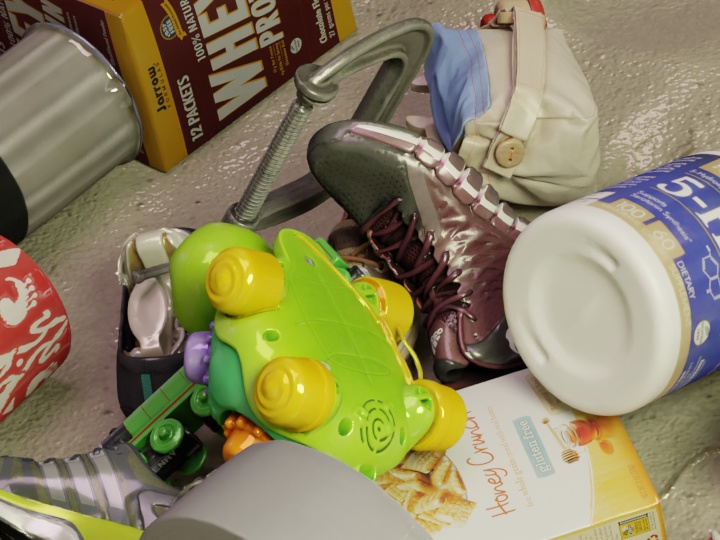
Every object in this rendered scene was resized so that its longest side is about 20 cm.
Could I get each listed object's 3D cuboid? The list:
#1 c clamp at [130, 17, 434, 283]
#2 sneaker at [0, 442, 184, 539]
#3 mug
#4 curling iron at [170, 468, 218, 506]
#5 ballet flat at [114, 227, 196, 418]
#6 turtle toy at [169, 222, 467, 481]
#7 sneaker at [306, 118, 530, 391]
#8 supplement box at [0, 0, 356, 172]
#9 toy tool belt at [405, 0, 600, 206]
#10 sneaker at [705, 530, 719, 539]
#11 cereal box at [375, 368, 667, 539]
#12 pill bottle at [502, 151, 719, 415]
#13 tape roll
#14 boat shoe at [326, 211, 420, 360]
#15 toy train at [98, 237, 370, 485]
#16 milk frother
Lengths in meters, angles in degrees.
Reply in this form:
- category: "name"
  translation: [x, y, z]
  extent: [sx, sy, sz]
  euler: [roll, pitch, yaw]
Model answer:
- category: "c clamp"
  translation: [-0.035, -0.072, 1.527]
  extent: [0.171, 0.200, 0.027]
  euler: [-18, 61, -47]
- category: "sneaker"
  translation: [-0.162, 0.133, 1.424]
  extent: [0.200, 0.074, 0.081]
  euler: [20, 55, 17]
- category: "mug"
  translation: [-0.283, 0.053, 1.507]
  extent: [0.133, 0.178, 0.200]
  euler: [10, 39, 38]
- category: "curling iron"
  translation: [-0.013, 0.149, 1.332]
  extent: [0.199, 0.050, 0.026]
  euler: [13, 20, 18]
- category: "ballet flat"
  translation: [-0.122, 0.017, 1.580]
  extent: [0.073, 0.073, 0.200]
  euler: [-9, 37, 7]
- category: "turtle toy"
  translation: [-0.041, 0.046, 1.386]
  extent: [0.101, 0.146, 0.200]
  euler: [-46, 53, 26]
- category: "sneaker"
  translation: [0.044, 0.002, 1.473]
  extent: [0.200, 0.076, 0.116]
  euler: [32, 53, -12]
- category: "supplement box"
  translation: [-0.149, -0.202, 1.818]
  extent: [0.197, 0.133, 0.200]
  euler: [24, 51, 39]
- category: "toy tool belt"
  translation: [0.078, -0.115, 1.642]
  extent: [0.123, 0.125, 0.200]
  euler: [-8, 36, -6]
- category: "sneaker"
  translation: [0.193, 0.153, 1.284]
  extent: [0.200, 0.087, 0.074]
  euler: [-11, 36, 4]
- category: "cereal box"
  translation: [0.054, 0.126, 1.403]
  extent: [0.199, 0.040, 0.144]
  euler: [-17, 37, -4]
- category: "pill bottle"
  translation: [0.187, -0.002, 1.435]
  extent: [0.120, 0.120, 0.200]
  euler: [22, 31, 38]
- category: "tape roll"
  translation: [-0.017, 0.181, 1.222]
  extent: [0.200, 0.201, 0.066]
  euler: [22, 48, 38]
- category: "boat shoe"
  translation: [0.000, 0.000, 1.547]
  extent: [0.072, 0.072, 0.200]
  euler: [-11, 33, 28]
- category: "toy train"
  translation: [-0.077, 0.060, 1.479]
  extent: [0.200, 0.042, 0.056]
  euler: [-42, 49, 0]
- category: "milk frother"
  translation: [-0.284, -0.110, 1.691]
  extent: [0.180, 0.200, 0.188]
  euler: [16, 46, 39]
